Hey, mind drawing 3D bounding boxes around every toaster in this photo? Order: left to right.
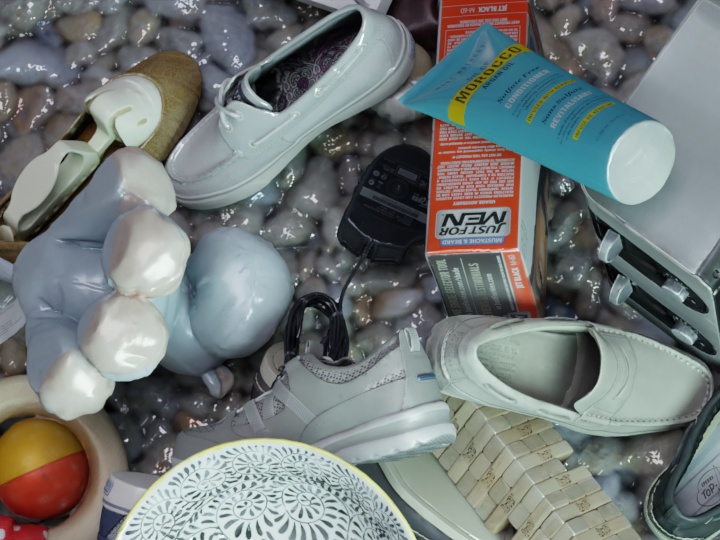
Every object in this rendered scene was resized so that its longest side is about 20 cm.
[{"bbox_3d":[0.230,-0.060,1.596,0.118,0.181,0.200,33,80,19],"label":"toaster"}]

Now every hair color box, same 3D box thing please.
[{"bbox_3d":[0.084,-0.067,1.638,0.064,0.111,0.201,-2,59,12],"label":"hair color box"}]

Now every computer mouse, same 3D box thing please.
[{"bbox_3d":[0.000,0.000,1.672,0.058,0.034,0.201,26,61,4],"label":"computer mouse"}]

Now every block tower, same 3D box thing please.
[{"bbox_3d":[0.111,0.142,1.604,0.200,0.054,0.058,51,128,21],"label":"block tower"}]

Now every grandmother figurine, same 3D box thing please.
[{"bbox_3d":[0.036,-0.192,1.738,0.121,0.061,0.201,-4,67,31],"label":"grandmother figurine"}]

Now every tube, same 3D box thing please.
[{"bbox_3d":[0.106,-0.095,1.542,0.077,0.051,0.200,-38,37,-17],"label":"tube"}]

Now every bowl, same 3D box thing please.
[{"bbox_3d":[-0.048,0.201,1.539,0.199,0.094,0.202,-1,87,11],"label":"bowl"}]

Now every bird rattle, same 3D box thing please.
[{"bbox_3d":[-0.225,0.142,1.651,0.162,0.113,0.201,-24,72,-17],"label":"bird rattle"}]

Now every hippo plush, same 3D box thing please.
[{"bbox_3d":[-0.132,0.035,1.632,0.200,0.160,0.160,-31,50,39],"label":"hippo plush"}]

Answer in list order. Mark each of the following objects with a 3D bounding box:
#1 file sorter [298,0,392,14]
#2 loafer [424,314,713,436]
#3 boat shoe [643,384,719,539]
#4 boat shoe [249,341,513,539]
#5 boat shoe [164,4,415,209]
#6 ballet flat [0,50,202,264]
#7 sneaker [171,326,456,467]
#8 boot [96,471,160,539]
[{"bbox_3d":[-0.062,-0.272,1.713,0.199,0.124,0.139,22,83,31],"label":"file sorter"},{"bbox_3d":[0.136,0.065,1.587,0.199,0.070,0.070,6,86,-25],"label":"loafer"},{"bbox_3d":[0.254,0.090,1.600,0.199,0.066,0.075,-39,76,-5],"label":"boat shoe"},{"bbox_3d":[0.010,0.127,1.646,0.200,0.073,0.063,38,124,13],"label":"boat shoe"},{"bbox_3d":[-0.058,-0.109,1.692,0.199,0.068,0.072,-26,57,24],"label":"boat shoe"},{"bbox_3d":[-0.183,-0.077,1.727,0.068,0.072,0.200,41,82,20],"label":"ballet flat"},{"bbox_3d":[-0.031,0.085,1.587,0.199,0.075,0.083,-14,80,30],"label":"sneaker"},{"bbox_3d":[-0.073,0.193,1.630,0.199,0.073,0.091,13,96,10],"label":"boot"}]
